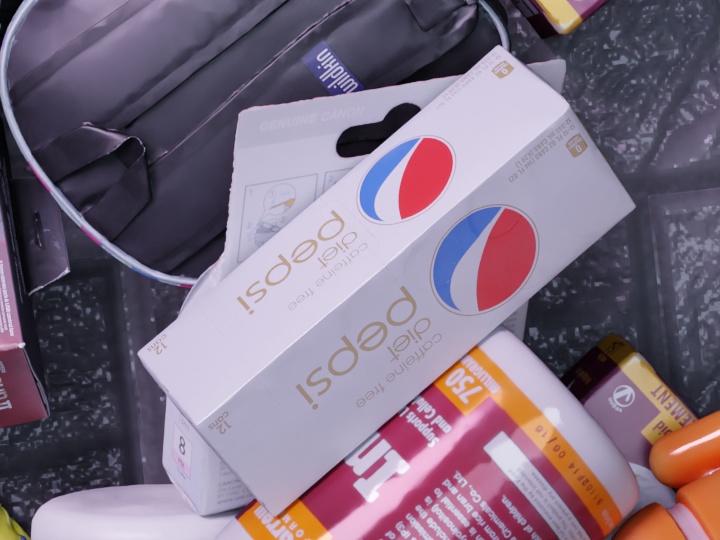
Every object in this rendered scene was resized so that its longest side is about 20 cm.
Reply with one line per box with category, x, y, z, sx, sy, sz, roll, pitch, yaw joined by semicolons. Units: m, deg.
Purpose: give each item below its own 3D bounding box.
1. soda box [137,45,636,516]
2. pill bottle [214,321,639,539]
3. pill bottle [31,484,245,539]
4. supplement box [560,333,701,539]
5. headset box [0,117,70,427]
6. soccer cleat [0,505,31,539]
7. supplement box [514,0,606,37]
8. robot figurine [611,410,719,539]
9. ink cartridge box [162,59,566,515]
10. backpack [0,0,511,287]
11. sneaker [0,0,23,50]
soda box;0.011;0.003;1.218;0.200;0.064;0.068;-41;130;-4
pill bottle;0.011;0.120;1.249;0.200;0.113;0.113;-42;95;-5
pill bottle;-0.089;0.202;1.339;0.116;0.116;0.201;-1;94;-3
supplement box;0.085;0.138;1.357;0.200;0.086;0.110;-44;95;1
headset box;-0.228;0.002;1.307;0.199;0.075;0.149;-11;62;-2
soccer cleat;-0.189;0.118;1.365;0.083;0.065;0.201;-12;91;-32
supplement box;0.127;-0.209;1.326;0.200;0.086;0.110;-41;94;0
robot figurine;0.186;0.131;1.264;0.199;0.117;0.144;-24;100;-4
ink cartridge box;0.000;0.000;1.286;0.162;0.057;0.201;-11;121;-27
backpack;-0.055;-0.098;1.298;0.200;0.151;0.178;-42;101;3
sneaker;-0.180;-0.190;1.335;0.088;0.074;0.201;4;92;14
